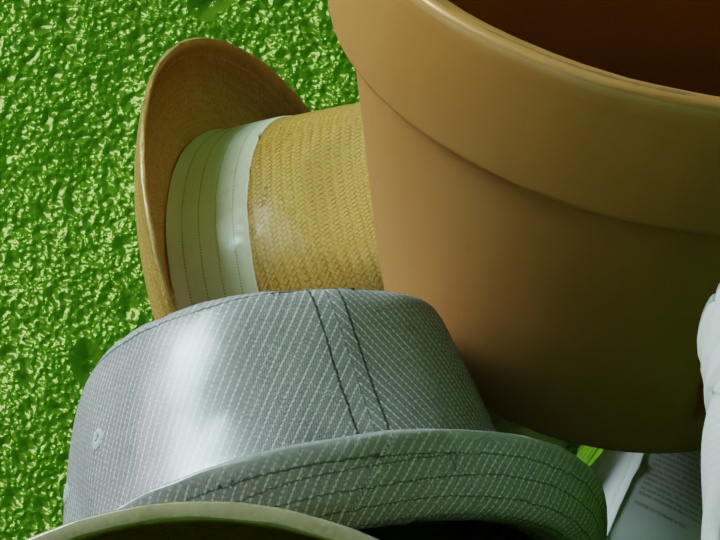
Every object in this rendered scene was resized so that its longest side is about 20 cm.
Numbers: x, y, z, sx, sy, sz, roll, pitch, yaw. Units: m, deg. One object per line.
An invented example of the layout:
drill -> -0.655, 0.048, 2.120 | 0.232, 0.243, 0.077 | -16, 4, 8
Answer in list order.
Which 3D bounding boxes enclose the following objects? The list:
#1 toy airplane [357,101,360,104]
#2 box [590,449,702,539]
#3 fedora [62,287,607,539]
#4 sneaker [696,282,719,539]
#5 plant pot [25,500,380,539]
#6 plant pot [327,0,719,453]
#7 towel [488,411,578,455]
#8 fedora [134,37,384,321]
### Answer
toy airplane -> 0.093, -0.036, 0.970 | 0.200, 0.141, 0.199 | -22, -8, -40
box -> 0.060, 0.133, 0.837 | 0.144, 0.036, 0.200 | -61, 2, -35
fedora -> -0.025, 0.069, 0.700 | 0.200, 0.176, 0.090 | 110, 150, -57
sneaker -> 0.121, 0.012, 0.511 | 0.200, 0.074, 0.087 | 109, 177, -55
plant pot -> -0.021, 0.158, 0.610 | 0.187, 0.186, 0.200 | -60, -12, -5
plant pot -> 0.082, -0.043, 0.721 | 0.200, 0.200, 0.140 | -61, -15, -53
towel -> 0.009, 0.114, 0.920 | 0.200, 0.036, 0.148 | -43, 8, 33
fedora -> 0.000, 0.000, 0.842 | 0.082, 0.201, 0.201 | -20, 17, 20
